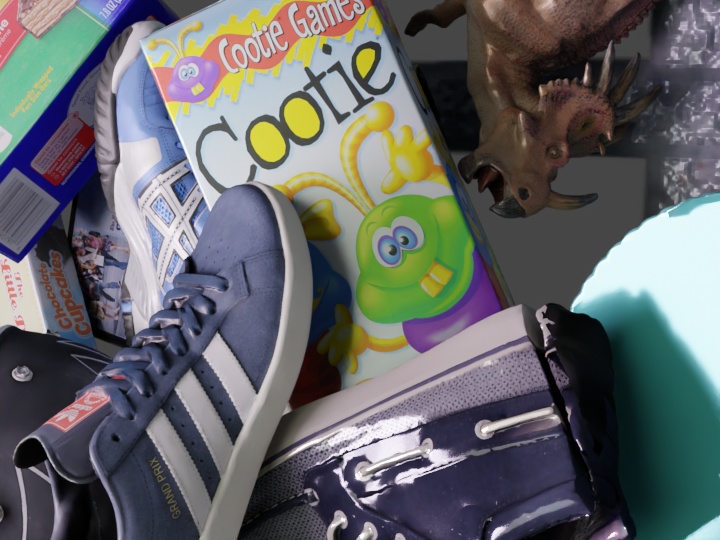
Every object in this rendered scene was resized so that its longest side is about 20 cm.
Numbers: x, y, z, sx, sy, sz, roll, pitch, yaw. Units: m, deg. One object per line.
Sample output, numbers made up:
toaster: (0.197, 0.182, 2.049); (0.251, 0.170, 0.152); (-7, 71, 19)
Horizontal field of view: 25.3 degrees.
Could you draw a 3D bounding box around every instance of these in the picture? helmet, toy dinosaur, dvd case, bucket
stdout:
helmet: (-0.176, 0.131, 0.836); (0.190, 0.200, 0.201); (-19, 81, 19)
toy dinosaur: (0.100, -0.126, 0.734); (0.135, 0.086, 0.200); (40, 97, 15)
dvd case: (-0.090, -0.014, 0.910); (0.199, 0.018, 0.144); (17, 102, 33)
bucket: (0.183, 0.056, 0.644); (0.206, 0.134, 0.209); (3, 95, 37)

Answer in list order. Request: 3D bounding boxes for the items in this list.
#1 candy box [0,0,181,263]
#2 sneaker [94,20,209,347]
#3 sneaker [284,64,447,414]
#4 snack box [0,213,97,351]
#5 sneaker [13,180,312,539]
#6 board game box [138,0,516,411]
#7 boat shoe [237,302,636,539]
candy box: (-0.223, -0.130, 0.927); (0.200, 0.077, 0.169); (36, 85, 29)
sneaker: (-0.088, -0.035, 0.859); (0.077, 0.076, 0.201); (-7, 98, 29)
sneaker: (0.000, 0.000, 0.805); (0.106, 0.075, 0.201); (-10, 95, 14)
snack box: (-0.223, 0.006, 0.978); (0.116, 0.037, 0.201); (-32, 67, 37)
sneaker: (-0.082, 0.053, 0.620); (0.075, 0.084, 0.201); (-4, 68, 55)
board game box: (-0.004, -0.026, 0.724); (0.103, 0.105, 0.201); (-24, 85, 7)
boat shoe: (0.014, 0.096, 0.618); (0.200, 0.075, 0.093); (-34, 45, 27)
